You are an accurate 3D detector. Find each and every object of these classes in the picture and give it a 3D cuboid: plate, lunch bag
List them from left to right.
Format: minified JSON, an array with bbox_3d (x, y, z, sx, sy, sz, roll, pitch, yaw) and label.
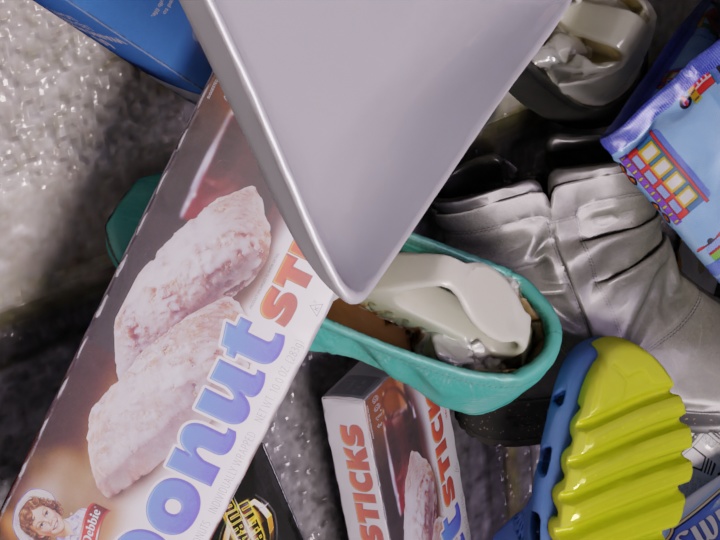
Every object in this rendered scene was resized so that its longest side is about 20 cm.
[{"bbox_3d":[-0.011,-0.123,0.564,0.200,0.032,0.201,-54,127,-45],"label":"plate"},{"bbox_3d":[0.194,-0.050,0.822,0.094,0.200,0.151,-40,95,20],"label":"lunch bag"}]

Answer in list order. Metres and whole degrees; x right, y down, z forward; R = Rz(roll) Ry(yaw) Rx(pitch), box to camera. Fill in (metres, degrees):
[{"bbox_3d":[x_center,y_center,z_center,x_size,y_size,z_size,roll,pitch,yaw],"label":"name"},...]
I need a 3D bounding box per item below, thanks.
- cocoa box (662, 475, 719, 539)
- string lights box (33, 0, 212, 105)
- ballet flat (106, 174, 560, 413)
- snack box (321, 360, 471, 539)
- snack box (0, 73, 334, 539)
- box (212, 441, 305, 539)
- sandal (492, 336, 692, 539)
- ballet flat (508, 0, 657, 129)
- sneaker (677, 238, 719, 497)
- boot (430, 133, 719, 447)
[{"bbox_3d":[0.207,0.185,0.913,0.199,0.132,0.133,-35,131,9],"label":"cocoa box"},{"bbox_3d":[-0.088,-0.139,0.641,0.200,0.059,0.103,32,85,-42],"label":"string lights box"},{"bbox_3d":[0.000,0.000,0.730,0.199,0.070,0.068,23,56,-31],"label":"ballet flat"},{"bbox_3d":[0.025,0.131,0.828,0.072,0.024,0.201,-41,126,-54],"label":"snack box"},{"bbox_3d":[-0.058,0.025,0.665,0.072,0.024,0.201,26,102,-7],"label":"snack box"},{"bbox_3d":[-0.080,0.183,0.773,0.159,0.049,0.201,-39,127,-26],"label":"box"},{"bbox_3d":[0.086,0.125,0.810,0.079,0.087,0.202,3,99,-38],"label":"sandal"},{"bbox_3d":[0.077,-0.109,0.784,0.200,0.068,0.068,30,85,-43],"label":"ballet flat"},{"bbox_3d":[0.194,0.057,0.932,0.075,0.087,0.202,-10,114,-39],"label":"sneaker"},{"bbox_3d":[0.130,0.003,0.828,0.198,0.068,0.132,-7,115,-7],"label":"boot"}]
